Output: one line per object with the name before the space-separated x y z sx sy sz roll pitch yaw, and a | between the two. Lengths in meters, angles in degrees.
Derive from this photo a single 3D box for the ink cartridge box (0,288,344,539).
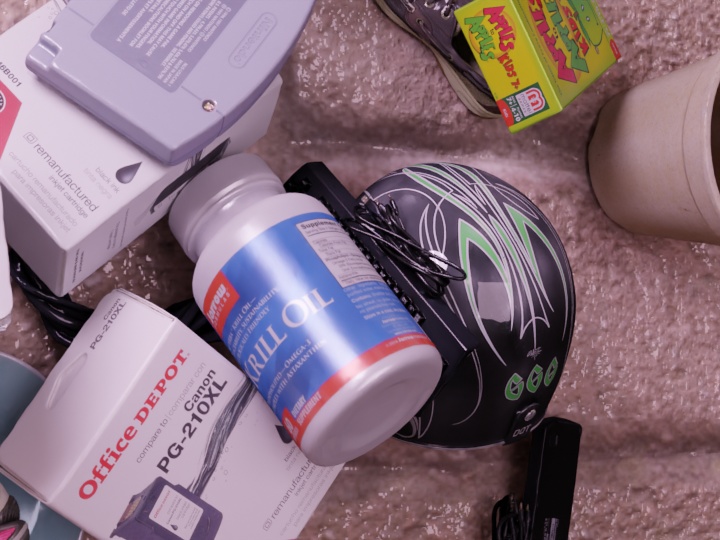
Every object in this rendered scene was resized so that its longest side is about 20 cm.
ink cartridge box | -0.126 0.130 1.024 0.200 0.084 0.146 44 75 -39

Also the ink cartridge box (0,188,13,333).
ink cartridge box | -0.280 -0.016 0.883 0.082 0.199 0.149 -2 78 -31

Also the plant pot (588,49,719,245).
plant pot | 0.299 -0.100 1.269 0.198 0.183 0.204 0 89 -32

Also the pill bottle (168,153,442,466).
pill bottle | -0.044 0.021 1.000 0.111 0.113 0.201 -25 62 -29

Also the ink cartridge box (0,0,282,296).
ink cartridge box | -0.172 -0.106 1.005 0.144 0.084 0.200 46 64 6

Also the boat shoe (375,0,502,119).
boat shoe | 0.075 -0.208 1.200 0.200 0.065 0.073 46 69 -22

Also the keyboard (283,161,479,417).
keyboard | 0.000 0.000 1.044 0.039 0.200 0.105 0 132 -53

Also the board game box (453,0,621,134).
board game box | 0.146 -0.187 1.191 0.103 0.047 0.200 64 28 -8

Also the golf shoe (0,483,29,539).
golf shoe | -0.306 0.194 0.936 0.199 0.077 0.089 -33 86 -30

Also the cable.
cable | -0.155 -0.022 1.063 0.198 0.051 0.166 -7 93 -31

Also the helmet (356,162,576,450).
helmet | 0.068 0.018 1.132 0.198 0.199 0.193 -17 115 -31

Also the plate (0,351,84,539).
plate | -0.276 0.149 0.999 0.198 0.025 0.203 1 89 -31

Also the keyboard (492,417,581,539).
keyboard | 0.138 0.222 1.251 0.104 0.039 0.203 18 78 -56

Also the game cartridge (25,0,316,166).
game cartridge | -0.109 -0.167 0.982 0.133 0.041 0.201 33 63 3
